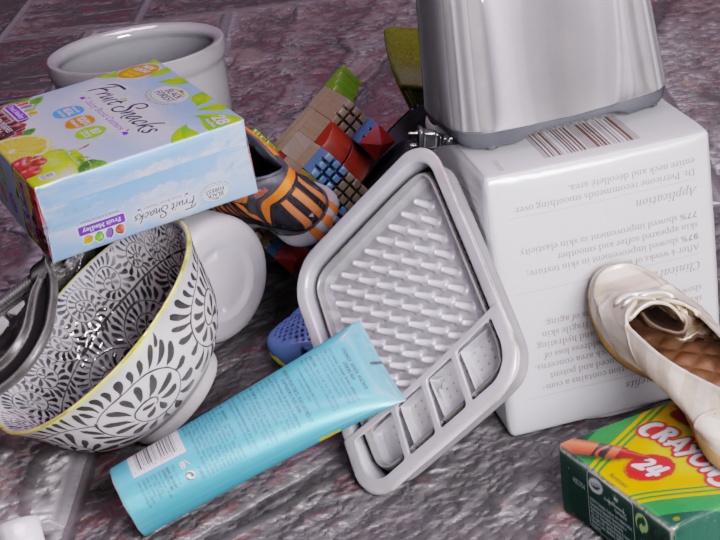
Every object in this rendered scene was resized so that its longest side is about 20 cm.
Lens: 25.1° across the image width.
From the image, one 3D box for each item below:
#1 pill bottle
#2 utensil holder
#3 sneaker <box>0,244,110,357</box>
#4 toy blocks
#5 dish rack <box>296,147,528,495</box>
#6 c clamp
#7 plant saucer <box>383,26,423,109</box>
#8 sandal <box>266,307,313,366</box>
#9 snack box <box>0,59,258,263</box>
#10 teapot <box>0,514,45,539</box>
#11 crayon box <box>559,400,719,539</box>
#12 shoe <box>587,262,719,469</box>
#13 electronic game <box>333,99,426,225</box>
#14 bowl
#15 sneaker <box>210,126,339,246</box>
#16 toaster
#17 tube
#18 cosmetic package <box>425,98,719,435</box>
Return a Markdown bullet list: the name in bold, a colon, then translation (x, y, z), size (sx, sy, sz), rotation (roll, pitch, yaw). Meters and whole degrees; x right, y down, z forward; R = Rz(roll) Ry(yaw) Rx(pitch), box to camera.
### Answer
- **pill bottle**: translation (-0.183, -0.009, 1.403), size (0.110, 0.112, 0.199), rotation (-27, 29, -38)
- **utensil holder**: translation (-0.197, -0.119, 1.551), size (0.168, 0.202, 0.170), rotation (-7, 23, 3)
- **sneaker**: translation (-0.229, 0.019, 1.313), size (0.090, 0.201, 0.066), rotation (37, 4, 34)
- **toy blocks**: translation (-0.044, -0.084, 1.463), size (0.200, 0.100, 0.137), rotation (-48, 25, -1)
- **dish rack**: translation (0.039, 0.036, 1.115), size (0.043, 0.172, 0.201), rotation (9, 48, -40)
- **c clamp**: translation (-0.287, 0.048, 1.271), size (0.200, 0.027, 0.172), rotation (-37, 37, 20)
- **plant saucer**: translation (0.126, -0.139, 1.541), size (0.199, 0.200, 0.048), rotation (10, 55, 36)
- **sandal**: translation (0.000, 0.000, 1.307), size (0.200, 0.087, 0.079), rotation (-41, 33, -12)
- **snack box**: translation (-0.195, -0.091, 1.252), size (0.168, 0.068, 0.200), rotation (-20, 29, -19)
- **teapot**: translation (-0.139, 0.226, 0.793), size (0.198, 0.147, 0.197), rotation (4, 26, 26)
- **crayon box**: translation (0.242, 0.123, 1.025), size (0.199, 0.051, 0.127), rotation (-17, 24, -21)
- **shoe**: translation (0.205, 0.046, 1.024), size (0.069, 0.054, 0.200), rotation (-20, 40, -12)
- **electronic game**: translation (0.032, -0.082, 1.460), size (0.200, 0.042, 0.200), rotation (-49, 14, 16)
- **bowl**: translation (-0.168, 0.066, 1.201), size (0.200, 0.094, 0.201), rotation (-36, 27, 22)
- **sneaker**: translation (-0.110, -0.088, 1.378), size (0.199, 0.112, 0.078), rotation (12, 66, 49)
- **toaster**: translation (0.115, -0.169, 1.134), size (0.198, 0.130, 0.114), rotation (-15, 23, -13)
- **tube**: translation (-0.072, 0.108, 1.095), size (0.199, 0.051, 0.078), rotation (-29, 56, -4)
- **cosmetic package**: translation (0.154, -0.016, 1.188), size (0.166, 0.202, 0.166), rotation (-12, 23, -9)
